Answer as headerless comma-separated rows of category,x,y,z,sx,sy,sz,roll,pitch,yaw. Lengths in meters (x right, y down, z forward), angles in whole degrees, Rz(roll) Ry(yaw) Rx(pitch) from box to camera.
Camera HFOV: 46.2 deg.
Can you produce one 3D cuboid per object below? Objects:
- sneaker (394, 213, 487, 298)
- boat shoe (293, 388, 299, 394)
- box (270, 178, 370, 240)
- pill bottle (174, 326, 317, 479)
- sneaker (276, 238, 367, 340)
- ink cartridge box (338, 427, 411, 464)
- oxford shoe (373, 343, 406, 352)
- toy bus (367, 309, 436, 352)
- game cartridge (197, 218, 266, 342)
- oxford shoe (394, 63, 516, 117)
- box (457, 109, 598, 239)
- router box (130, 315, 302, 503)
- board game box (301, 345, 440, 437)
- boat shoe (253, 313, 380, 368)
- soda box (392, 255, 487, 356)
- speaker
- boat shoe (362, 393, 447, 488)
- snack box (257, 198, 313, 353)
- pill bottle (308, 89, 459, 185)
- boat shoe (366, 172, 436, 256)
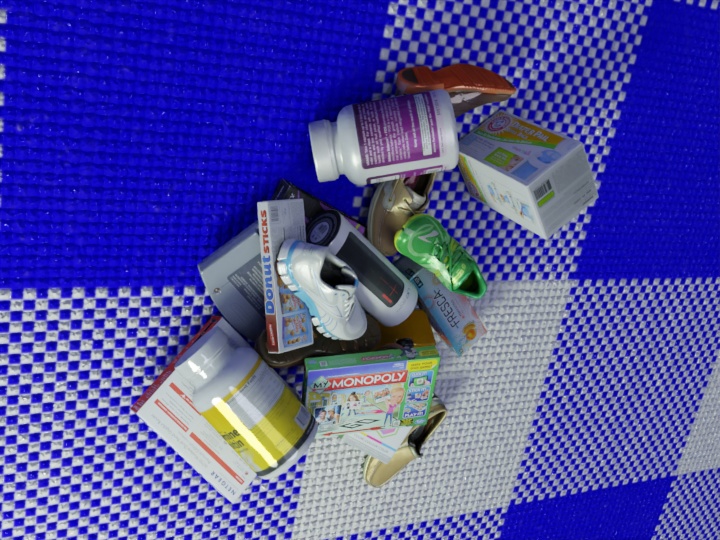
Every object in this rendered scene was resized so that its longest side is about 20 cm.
sneaker,0.129,-0.020,1.263,0.199,0.083,0.075,33,94,-40
boat shoe,-0.178,0.221,1.301,0.199,0.060,0.073,-1,114,-29
box,-0.071,-0.029,1.257,0.199,0.036,0.144,26,98,-35
pill bottle,-0.158,0.177,1.151,0.112,0.112,0.201,-41,101,-5
sneaker,-0.031,0.033,1.148,0.200,0.086,0.076,51,50,-43
ink cartridge box,0.052,0.212,1.418,0.103,0.059,0.201,32,95,-26
oxford shoe,0.015,0.190,1.292,0.070,0.075,0.201,35,129,1
toy bus,0.019,0.110,1.339,0.197,0.066,0.079,-6,153,-22
game cartridge,-0.138,0.029,1.209,0.132,0.041,0.201,-37,130,-1
oxford shoe,0.138,-0.260,1.255,0.197,0.072,0.074,-4,131,-20
box,0.244,-0.150,1.275,0.112,0.200,0.102,-37,126,-10
router box,-0.199,0.200,1.224,0.180,0.049,0.200,-48,109,-19
board game box,0.011,0.179,1.233,0.197,0.029,0.136,-4,127,-16
boat shoe,-0.066,0.102,1.236,0.197,0.067,0.073,-7,74,-28
soda box,0.132,0.048,1.391,0.068,0.064,0.201,-40,125,-7
speaker,0.000,0.000,1.242,0.081,0.081,0.200,-48,127,-1
boat shoe,0.079,0.305,1.475,0.071,0.076,0.201,30,96,-36
snack box,-0.101,0.006,1.145,0.071,0.024,0.204,-10,98,-52
pill bottle,0.031,-0.181,1.172,0.197,0.113,0.114,-10,120,0
boat shoe,0.068,-0.114,1.257,0.073,0.066,0.203,13,97,-39
